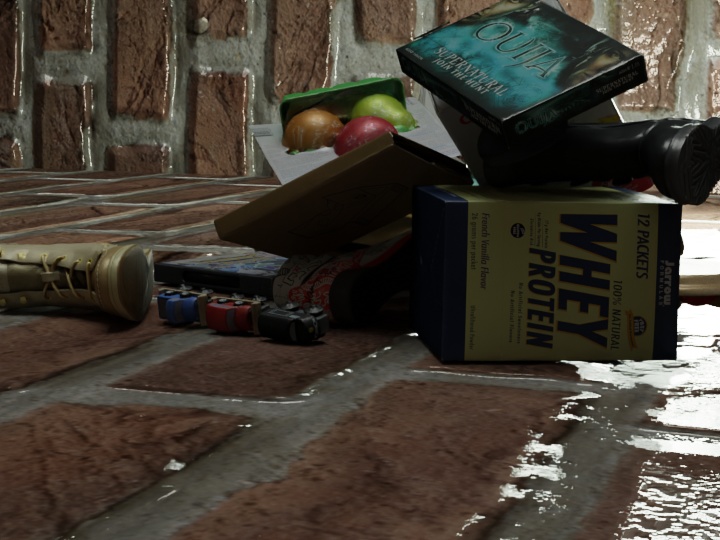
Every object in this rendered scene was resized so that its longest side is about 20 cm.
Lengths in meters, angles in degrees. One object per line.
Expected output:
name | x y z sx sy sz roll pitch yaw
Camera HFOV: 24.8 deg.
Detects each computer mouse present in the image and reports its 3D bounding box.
computer mouse | 0.166 -0.140 1.390 0.059 0.034 0.200 -2 24 43

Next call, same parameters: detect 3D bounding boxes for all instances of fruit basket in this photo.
fruit basket | -0.006 -0.126 1.656 0.185 0.094 0.200 -13 31 -10

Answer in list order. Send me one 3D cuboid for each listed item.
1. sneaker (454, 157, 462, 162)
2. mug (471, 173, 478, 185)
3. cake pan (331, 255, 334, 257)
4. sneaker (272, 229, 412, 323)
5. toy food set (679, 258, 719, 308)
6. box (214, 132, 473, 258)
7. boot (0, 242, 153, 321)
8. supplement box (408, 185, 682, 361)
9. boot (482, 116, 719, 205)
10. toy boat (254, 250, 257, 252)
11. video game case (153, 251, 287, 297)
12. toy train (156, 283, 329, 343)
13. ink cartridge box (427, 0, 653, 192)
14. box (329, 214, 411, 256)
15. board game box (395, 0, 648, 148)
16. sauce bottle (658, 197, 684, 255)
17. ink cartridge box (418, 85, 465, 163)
sneaker | 0.027 -0.082 1.759 0.200 0.078 0.080 -7 26 -18
mug | 0.163 -0.046 1.767 0.185 0.115 0.152 17 16 -11
cake pan | 0.027 -0.021 1.813 0.200 0.037 0.200 10 15 -3
sneaker | 0.000 -0.001 1.609 0.108 0.067 0.201 6 19 33
toy food set | 0.304 0.018 1.660 0.200 0.049 0.198 -5 9 -41
box | -0.015 -0.065 1.549 0.200 0.021 0.163 -25 -19 24
boot | -0.280 0.007 1.551 0.155 0.073 0.200 1 5 -2
supplement box | 0.155 -0.002 1.430 0.199 0.134 0.200 0 7 -6
boot | 0.195 -0.095 1.370 0.200 0.066 0.165 4 11 26
toy boat | -0.031 -0.069 1.994 0.200 0.131 0.130 4 8 25
video game case | -0.097 0.002 1.831 0.181 0.026 0.200 7 9 40
toy train | -0.114 0.041 1.477 0.200 0.034 0.046 7 22 39
ink cartridge box | 0.167 -0.135 1.533 0.146 0.200 0.083 -27 40 10
box | 0.018 -0.042 1.767 0.163 0.021 0.200 10 16 -2
board game box | 0.132 -0.175 1.382 0.135 0.028 0.200 -27 33 -13
sauce bottle | 0.208 -0.007 1.569 0.200 0.065 0.065 -21 6 3
ink cartridge box | 0.130 -0.138 1.909 0.146 0.083 0.200 6 -19 -1
